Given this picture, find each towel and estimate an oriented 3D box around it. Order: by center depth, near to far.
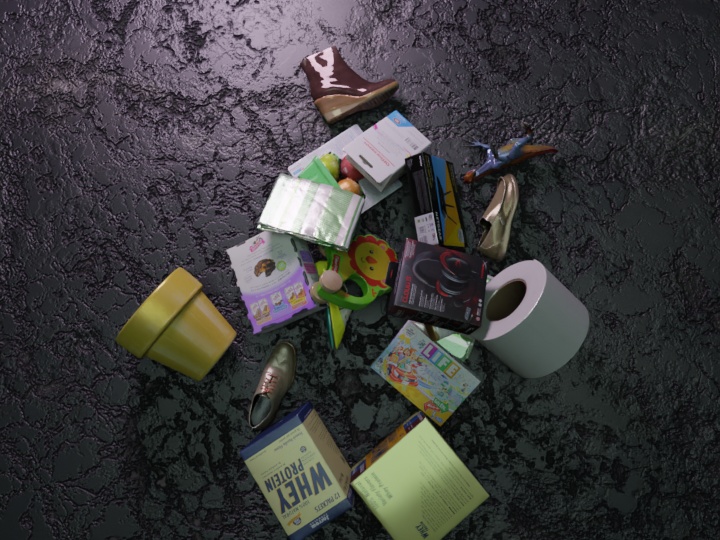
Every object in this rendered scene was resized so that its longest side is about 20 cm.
[{"bbox_3d":[-0.101,-0.123,1.162,0.199,0.023,0.153,15,60,7],"label":"towel"},{"bbox_3d":[0.206,0.083,1.232,0.152,0.023,0.201,24,86,5],"label":"towel"}]

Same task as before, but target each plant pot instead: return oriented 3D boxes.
[{"bbox_3d":[-0.377,0.129,1.172,0.189,0.201,0.201,41,86,-9],"label":"plant pot"}]

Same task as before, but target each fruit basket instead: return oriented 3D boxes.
[{"bbox_3d":[-0.035,-0.213,1.260,0.200,0.094,0.186,-35,84,-18],"label":"fruit basket"}]

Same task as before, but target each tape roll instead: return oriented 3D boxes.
[{"bbox_3d":[0.341,0.099,1.126,0.139,0.203,0.203,40,85,-17],"label":"tape roll"}]

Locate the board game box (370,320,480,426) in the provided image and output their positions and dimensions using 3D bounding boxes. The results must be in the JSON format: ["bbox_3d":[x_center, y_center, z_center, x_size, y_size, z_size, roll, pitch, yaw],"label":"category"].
[{"bbox_3d":[0.140,0.222,1.197,0.200,0.034,0.135,39,100,3],"label":"board game box"}]

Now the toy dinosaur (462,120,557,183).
[{"bbox_3d":[0.325,-0.251,1.247,0.200,0.105,0.182,34,106,-7],"label":"toy dinosaur"}]

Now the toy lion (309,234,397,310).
[{"bbox_3d":[0.000,0.000,1.185,0.191,0.069,0.201,22,50,-18],"label":"toy lion"}]

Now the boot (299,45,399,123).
[{"bbox_3d":[-0.027,-0.453,1.282,0.199,0.072,0.167,-23,85,2],"label":"boot"}]

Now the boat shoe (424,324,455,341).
[{"bbox_3d":[0.152,0.051,1.188,0.069,0.071,0.201,-17,75,-10],"label":"boat shoe"}]

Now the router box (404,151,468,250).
[{"bbox_3d":[0.168,-0.146,1.204,0.051,0.149,0.201,-13,82,35],"label":"router box"}]

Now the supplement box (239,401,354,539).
[{"bbox_3d":[-0.118,0.399,1.120,0.134,0.200,0.200,-33,85,-1],"label":"supplement box"}]

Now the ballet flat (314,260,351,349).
[{"bbox_3d":[-0.056,0.072,1.228,0.067,0.067,0.201,-14,82,-10],"label":"ballet flat"}]

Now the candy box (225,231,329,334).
[{"bbox_3d":[-0.182,0.016,1.203,0.167,0.071,0.201,-23,80,20],"label":"candy box"}]

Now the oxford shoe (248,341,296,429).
[{"bbox_3d":[-0.191,0.253,1.202,0.070,0.075,0.201,16,84,4],"label":"oxford shoe"}]

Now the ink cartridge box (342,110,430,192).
[{"bbox_3d":[0.050,-0.256,1.216,0.115,0.068,0.200,44,55,6],"label":"ink cartridge box"}]

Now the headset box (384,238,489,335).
[{"bbox_3d":[0.148,0.031,1.116,0.199,0.075,0.149,15,68,-4],"label":"headset box"}]

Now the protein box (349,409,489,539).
[{"bbox_3d":[0.116,0.437,1.142,0.200,0.135,0.199,-40,85,-4],"label":"protein box"}]

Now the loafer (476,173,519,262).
[{"bbox_3d":[0.307,-0.122,1.234,0.067,0.076,0.201,10,83,-4],"label":"loafer"}]
